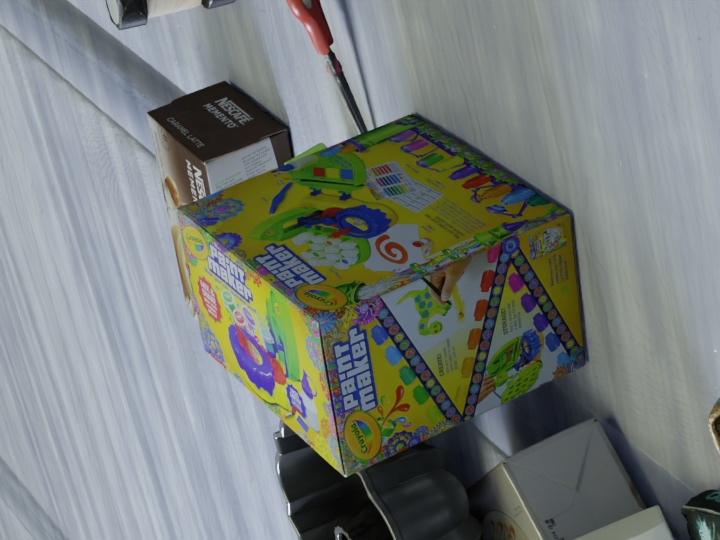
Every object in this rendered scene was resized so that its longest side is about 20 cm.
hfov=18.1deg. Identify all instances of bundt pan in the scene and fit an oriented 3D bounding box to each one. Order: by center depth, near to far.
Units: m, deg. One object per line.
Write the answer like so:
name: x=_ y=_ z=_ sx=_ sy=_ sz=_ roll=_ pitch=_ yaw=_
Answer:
bundt pan: x=0.022 y=0.174 z=1.550 sx=0.202 sy=0.076 sz=0.202 roll=51 pitch=155 yaw=36

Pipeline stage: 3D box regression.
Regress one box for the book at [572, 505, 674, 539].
book: x=0.170 y=0.261 z=1.447 sx=0.048 sy=0.133 sz=0.200 roll=-92 pitch=-23 yaw=-69

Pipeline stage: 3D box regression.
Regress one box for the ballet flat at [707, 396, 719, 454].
ballet flat: x=0.255 y=0.145 z=1.246 sx=0.200 sy=0.065 sz=0.071 roll=54 pitch=133 yaw=24

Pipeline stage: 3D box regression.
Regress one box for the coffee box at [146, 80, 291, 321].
coffee box: x=-0.105 y=-0.039 z=1.887 sx=0.114 sy=0.080 sz=0.200 roll=40 pitch=146 yaw=49

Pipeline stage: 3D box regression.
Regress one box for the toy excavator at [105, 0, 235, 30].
toy excavator: x=-0.186 y=-0.312 z=1.806 sx=0.200 sy=0.100 sz=0.195 roll=-129 pitch=27 yaw=-54

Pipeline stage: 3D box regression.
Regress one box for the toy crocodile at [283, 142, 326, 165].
toy crocodile: x=0.000 y=0.000 z=1.704 sx=0.062 sy=0.067 sz=0.200 roll=-8 pitch=106 yaw=63

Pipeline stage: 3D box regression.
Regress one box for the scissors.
scissors: x=-0.026 y=-0.155 z=1.630 sx=0.073 sy=0.014 sz=0.200 roll=-52 pitch=-55 yaw=-71

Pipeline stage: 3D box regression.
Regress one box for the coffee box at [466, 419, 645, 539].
coffee box: x=0.124 y=0.190 z=1.565 sx=0.115 sy=0.080 sz=0.200 roll=63 pitch=158 yaw=9

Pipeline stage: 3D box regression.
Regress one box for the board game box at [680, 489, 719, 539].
board game box: x=0.267 y=0.235 z=1.368 sx=0.135 sy=0.028 sz=0.200 roll=9 pitch=120 yaw=65

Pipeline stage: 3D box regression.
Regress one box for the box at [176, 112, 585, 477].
box: x=0.012 y=0.009 z=1.514 sx=0.200 sy=0.192 sz=0.122 roll=38 pitch=144 yaw=51
